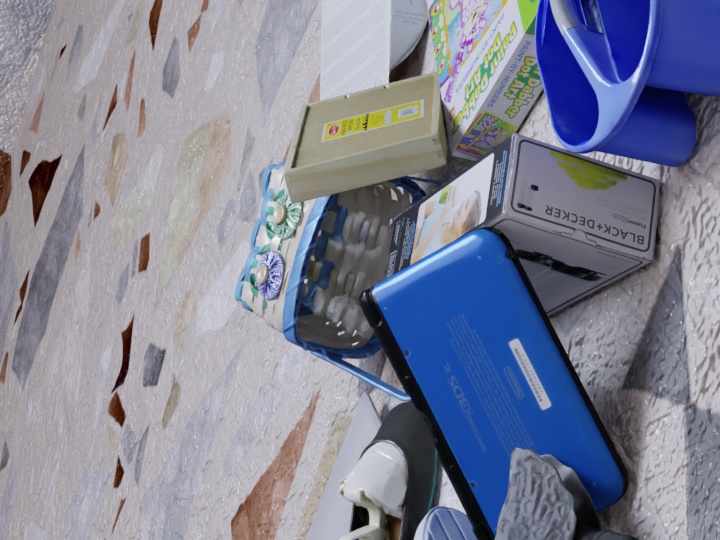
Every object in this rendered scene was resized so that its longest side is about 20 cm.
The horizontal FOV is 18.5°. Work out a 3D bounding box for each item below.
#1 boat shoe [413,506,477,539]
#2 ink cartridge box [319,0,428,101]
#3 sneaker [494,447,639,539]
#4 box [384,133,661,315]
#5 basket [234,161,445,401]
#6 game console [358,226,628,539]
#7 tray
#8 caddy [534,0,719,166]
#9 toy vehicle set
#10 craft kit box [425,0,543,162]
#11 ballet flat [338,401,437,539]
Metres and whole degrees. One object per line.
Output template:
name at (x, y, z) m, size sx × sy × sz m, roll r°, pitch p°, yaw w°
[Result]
boat shoe at (0.068, 0.254, 1.527) m, size 0.062 × 0.072 × 0.200 m, roll -58°, pitch 30°, yaw 37°
ink cartridge box at (0.014, -0.182, 1.999) m, size 0.162 × 0.050 × 0.201 m, roll 148°, pitch 123°, yaw -62°
sneaker at (0.115, 0.219, 1.382) m, size 0.104 × 0.060 × 0.201 m, roll 14°, pitch 86°, yaw 36°
box at (0.109, -0.022, 1.527) m, size 0.200 × 0.116 × 0.060 m, roll 145°, pitch 138°, yaw -63°
basket at (0.000, 0.000, 1.798) m, size 0.199 × 0.139 × 0.177 m, roll 17°, pitch 95°, yaw 36°
game console at (0.091, 0.081, 1.504) m, size 0.170 × 0.118 × 0.201 m, roll -29°, pitch 87°, yaw 31°
tray at (-0.010, 0.211, 1.834) m, size 0.107 × 0.022 × 0.201 m, roll -119°, pitch 46°, yaw -60°
caddy at (0.172, -0.161, 1.452) m, size 0.200 × 0.105 × 0.142 m, roll -98°, pitch 30°, yaw -45°
toy vehicle set at (0.008, -0.110, 1.769) m, size 0.200 × 0.124 × 0.027 m, roll -81°, pitch -24°, yaw -70°
craft kit box at (0.118, -0.220, 1.731) m, size 0.198 × 0.048 × 0.200 m, roll -100°, pitch 30°, yaw -42°
ballet flat at (0.015, 0.197, 1.703) m, size 0.068 × 0.068 × 0.201 m, roll -1°, pitch 77°, yaw 39°
